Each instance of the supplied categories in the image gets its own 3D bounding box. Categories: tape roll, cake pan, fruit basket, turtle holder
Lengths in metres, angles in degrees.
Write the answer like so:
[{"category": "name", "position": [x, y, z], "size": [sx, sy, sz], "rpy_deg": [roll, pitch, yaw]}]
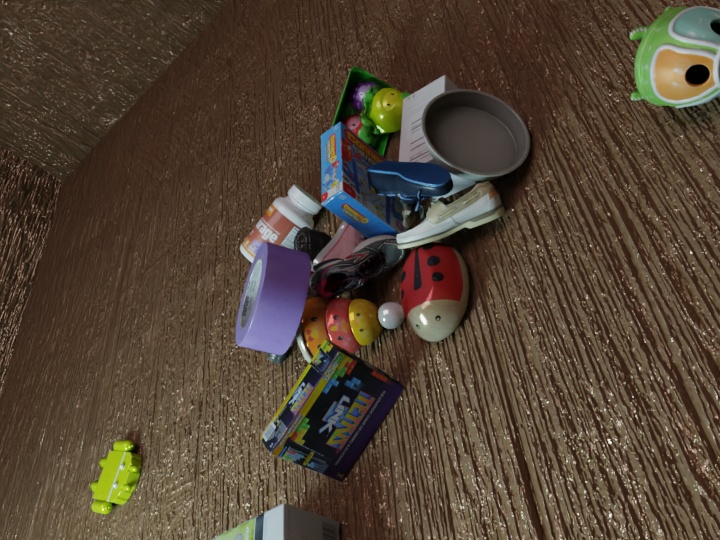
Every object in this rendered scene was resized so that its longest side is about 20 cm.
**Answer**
[{"category": "tape roll", "position": [-0.165, 0.052, 1.278], "size": [0.200, 0.085, 0.200], "rpy_deg": [-165, 90, -74]}, {"category": "cake pan", "position": [0.202, -0.239, 1.223], "size": [0.037, 0.200, 0.200], "rpy_deg": [108, 170, -58]}, {"category": "fruit basket", "position": [0.029, -0.358, 1.543], "size": [0.216, 0.155, 0.216], "rpy_deg": [-51, 25, 35]}, {"category": "turtle holder", "position": [0.489, -0.303, 0.979], "size": [0.132, 0.185, 0.141], "rpy_deg": [31, 121, 55]}]

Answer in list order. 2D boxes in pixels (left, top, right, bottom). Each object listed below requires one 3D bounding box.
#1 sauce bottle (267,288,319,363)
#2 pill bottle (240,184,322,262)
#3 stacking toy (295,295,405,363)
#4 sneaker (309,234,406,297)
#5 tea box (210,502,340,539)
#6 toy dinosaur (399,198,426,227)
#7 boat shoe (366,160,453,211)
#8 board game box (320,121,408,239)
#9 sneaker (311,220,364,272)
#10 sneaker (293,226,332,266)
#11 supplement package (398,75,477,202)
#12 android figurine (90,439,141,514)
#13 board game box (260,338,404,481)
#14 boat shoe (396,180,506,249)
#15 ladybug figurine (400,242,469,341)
[{"category": "sauce bottle", "position": [-0.142, 0.107, 1.405], "size": [0.200, 0.066, 0.066], "rpy_deg": [-62, 30, 32]}, {"category": "pill bottle", "position": [-0.182, -0.098, 1.605], "size": [0.200, 0.112, 0.112], "rpy_deg": [-52, 36, 7]}, {"category": "stacking toy", "position": [-0.011, 0.095, 1.274], "size": [0.200, 0.146, 0.146], "rpy_deg": [-18, 49, 21]}, {"category": "sneaker", "position": [0.000, 0.000, 1.300], "size": [0.200, 0.081, 0.075], "rpy_deg": [-27, 21, -8]}, {"category": "tea box", "position": [-0.139, 0.510, 1.081], "size": [0.197, 0.134, 0.200], "rpy_deg": [-33, 42, 28]}, {"category": "toy dinosaur", "position": [0.097, -0.134, 1.327], "size": [0.047, 0.088, 0.200], "rpy_deg": [-28, 36, 12]}, {"category": "boat shoe", "position": [0.095, -0.154, 1.228], "size": [0.084, 0.069, 0.200], "rpy_deg": [-27, 28, -25]}, {"category": "board game box", "position": [0.009, -0.163, 1.358], "size": [0.056, 0.200, 0.196], "rpy_deg": [-31, 44, 30]}, {"category": "sneaker", "position": [-0.009, -0.042, 1.408], "size": [0.105, 0.075, 0.200], "rpy_deg": [23, 53, 17]}, {"category": "sneaker", "position": [-0.084, 0.007, 1.447], "size": [0.076, 0.091, 0.200], "rpy_deg": [-12, 78, 48]}, {"category": "supplement package", "position": [0.153, -0.254, 1.332], "size": [0.109, 0.114, 0.200], "rpy_deg": [-23, 50, 38]}, {"category": "android figurine", "position": [-0.610, 0.514, 1.706], "size": [0.200, 0.041, 0.182], "rpy_deg": [-11, 55, 47]}, {"category": "board game box", "position": [-0.045, 0.238, 1.149], "size": [0.200, 0.165, 0.057], "rpy_deg": [-57, 34, 1]}, {"category": "boat shoe", "position": [0.151, -0.096, 1.210], "size": [0.200, 0.068, 0.075], "rpy_deg": [-21, 6, 15]}, {"category": "ladybug figurine", "position": [0.121, 0.027, 1.194], "size": [0.136, 0.072, 0.200], "rpy_deg": [-32, 43, 31]}]
